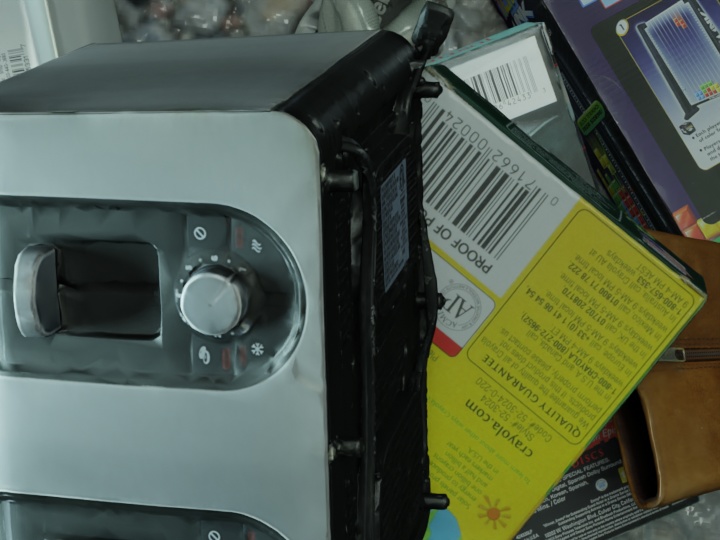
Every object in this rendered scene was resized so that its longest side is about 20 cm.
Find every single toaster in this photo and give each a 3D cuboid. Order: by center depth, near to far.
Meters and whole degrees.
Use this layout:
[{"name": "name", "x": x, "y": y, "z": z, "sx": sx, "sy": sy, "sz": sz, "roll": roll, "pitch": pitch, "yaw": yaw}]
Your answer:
[{"name": "toaster", "x": -0.040, "y": 0.021, "z": 0.588, "sx": 0.117, "sy": 0.200, "sz": 0.183, "roll": 2, "pitch": 105, "yaw": 11}]

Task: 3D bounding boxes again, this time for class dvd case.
[{"name": "dvd case", "x": 0.036, "y": 0.024, "z": 0.750, "sx": 0.145, "sy": 0.022, "sz": 0.202, "roll": -22, "pitch": 102, "yaw": -7}]

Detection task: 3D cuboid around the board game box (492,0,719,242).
[{"name": "board game box", "x": 0.181, "y": -0.105, "z": 0.848, "sx": 0.199, "sy": 0.057, "sz": 0.166, "roll": -28, "pitch": 81, "yaw": -13}]

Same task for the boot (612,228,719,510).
[{"name": "boot", "x": 0.184, "y": 0.072, "z": 0.755, "sx": 0.199, "sy": 0.068, "sz": 0.190, "roll": -1, "pitch": 78, "yaw": -40}]

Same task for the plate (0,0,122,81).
[{"name": "plate", "x": -0.175, "y": -0.054, "z": 0.679, "sx": 0.198, "sy": 0.032, "sz": 0.202, "roll": -10, "pitch": 79, "yaw": -13}]

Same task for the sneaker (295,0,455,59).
[{"name": "sneaker", "x": 0.029, "y": -0.165, "z": 0.826, "sx": 0.074, "sy": 0.081, "sz": 0.202, "roll": 16, "pitch": 75, "yaw": -3}]

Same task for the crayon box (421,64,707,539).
[{"name": "crayon box", "x": 0.013, "y": 0.043, "z": 0.695, "sx": 0.127, "sy": 0.051, "sz": 0.200, "roll": 39, "pitch": 101, "yaw": 2}]
